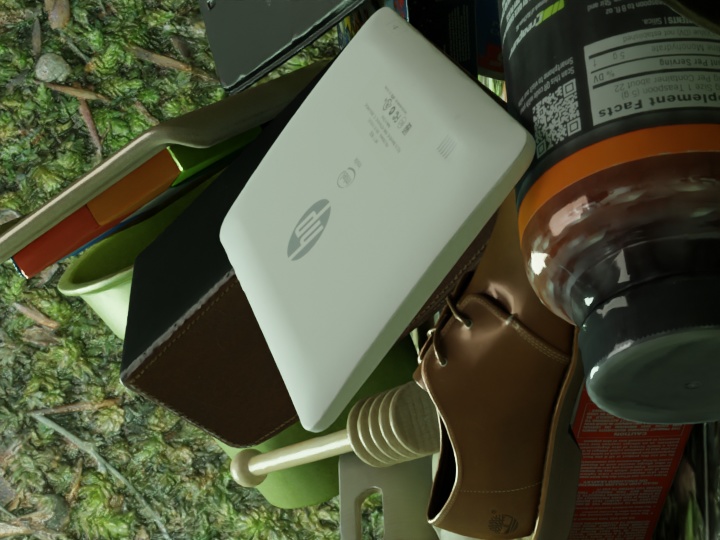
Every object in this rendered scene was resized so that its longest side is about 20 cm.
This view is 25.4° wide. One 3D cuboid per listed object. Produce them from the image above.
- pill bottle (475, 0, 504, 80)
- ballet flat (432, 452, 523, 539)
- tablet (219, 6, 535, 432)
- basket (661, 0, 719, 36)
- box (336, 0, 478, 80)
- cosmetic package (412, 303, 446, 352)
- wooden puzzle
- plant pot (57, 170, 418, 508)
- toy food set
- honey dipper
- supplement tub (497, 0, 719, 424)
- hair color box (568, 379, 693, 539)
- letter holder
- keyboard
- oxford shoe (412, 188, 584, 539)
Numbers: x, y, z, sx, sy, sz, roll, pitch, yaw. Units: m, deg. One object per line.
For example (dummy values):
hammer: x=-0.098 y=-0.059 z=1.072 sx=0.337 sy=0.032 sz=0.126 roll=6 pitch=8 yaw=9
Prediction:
pill bottle: x=0.090 y=-0.200 z=0.826 sx=0.200 sy=0.112 sz=0.112 roll=93 pitch=176 yaw=-58
ballet flat: x=0.077 y=0.150 z=0.743 sx=0.200 sy=0.069 sz=0.069 roll=51 pitch=156 yaw=30
tablet: x=-0.003 y=-0.030 z=0.629 sx=0.130 sy=0.014 sz=0.200 roll=-53 pitch=24 yaw=10
basket: x=0.104 y=-0.174 z=0.420 sx=0.200 sy=0.136 sz=0.180 roll=-88 pitch=-6 yaw=-64
box: x=0.023 y=-0.120 z=0.873 sx=0.137 sy=0.038 sz=0.200 roll=-119 pitch=16 yaw=-46
cosmetic package: x=0.088 y=0.023 z=0.974 sx=0.200 sy=0.105 sz=0.071 roll=-105 pitch=13 yaw=-84
wooden puzzle: x=-0.118 y=-0.052 z=0.899 sx=0.037 sy=0.200 sz=0.185 roll=62 pitch=-149 yaw=-4
plant pot: x=-0.048 y=0.035 z=0.976 sx=0.190 sy=0.200 sz=0.200 roll=59 pitch=-175 yaw=-14
toy food set: x=0.068 y=0.187 z=0.845 sx=0.060 sy=0.200 sz=0.144 roll=-41 pitch=22 yaw=18
honey dipper: x=-0.018 y=0.095 z=0.851 sx=0.200 sy=0.038 sz=0.038 roll=-27 pitch=60 yaw=57
supplement tub: x=0.106 y=-0.049 z=0.572 sx=0.107 sy=0.107 sz=0.200 roll=95 pitch=174 yaw=-60
hair color box: x=0.117 y=0.059 z=0.787 sx=0.200 sy=0.064 sz=0.111 roll=96 pitch=172 yaw=-50
letter holder: x=0.000 y=0.000 z=0.794 sx=0.200 sy=0.142 sz=0.101 roll=-42 pitch=28 yaw=25
keyboard: x=-0.031 y=-0.166 z=0.832 sx=0.200 sy=0.040 sz=0.104 roll=-20 pitch=83 yaw=60
oxford shoe: x=0.060 y=0.025 z=0.682 sx=0.071 sy=0.071 sz=0.200 roll=-104 pitch=17 yaw=-77
